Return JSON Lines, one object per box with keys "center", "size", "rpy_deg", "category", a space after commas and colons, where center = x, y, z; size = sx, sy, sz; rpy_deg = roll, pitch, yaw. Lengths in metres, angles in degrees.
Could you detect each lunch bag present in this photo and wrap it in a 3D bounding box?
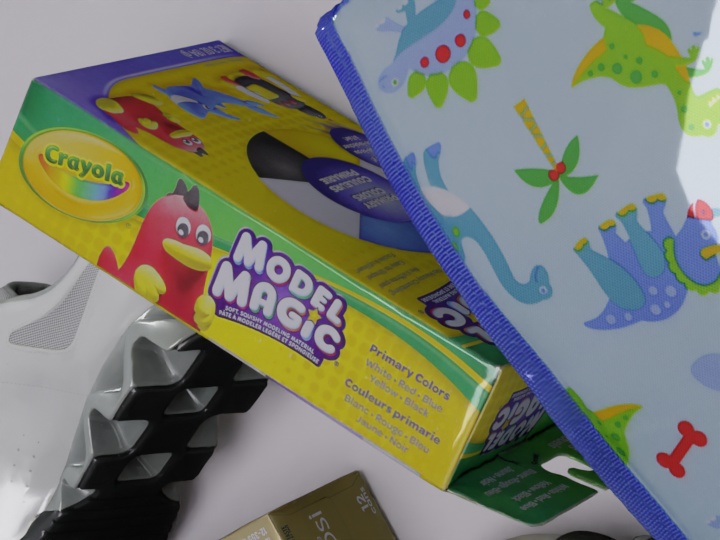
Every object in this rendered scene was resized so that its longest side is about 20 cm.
{"center": [0.108, -0.041, 0.812], "size": [0.170, 0.127, 0.200], "rpy_deg": [-37, 100, 28], "category": "lunch bag"}

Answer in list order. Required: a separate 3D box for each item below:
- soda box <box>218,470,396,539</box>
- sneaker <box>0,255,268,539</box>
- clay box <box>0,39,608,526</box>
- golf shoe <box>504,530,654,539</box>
{"center": [-0.072, 0.144, 0.990], "size": [0.200, 0.064, 0.068], "rpy_deg": [-32, 85, 29], "category": "soda box"}
{"center": [-0.102, 0.053, 0.993], "size": [0.200, 0.074, 0.089], "rpy_deg": [-52, 56, 28], "category": "sneaker"}
{"center": [0.000, 0.000, 0.893], "size": [0.200, 0.115, 0.048], "rpy_deg": [31, 112, 19], "category": "clay box"}
{"center": [0.075, 0.178, 0.924], "size": [0.088, 0.077, 0.201], "rpy_deg": [3, 99, 48], "category": "golf shoe"}
